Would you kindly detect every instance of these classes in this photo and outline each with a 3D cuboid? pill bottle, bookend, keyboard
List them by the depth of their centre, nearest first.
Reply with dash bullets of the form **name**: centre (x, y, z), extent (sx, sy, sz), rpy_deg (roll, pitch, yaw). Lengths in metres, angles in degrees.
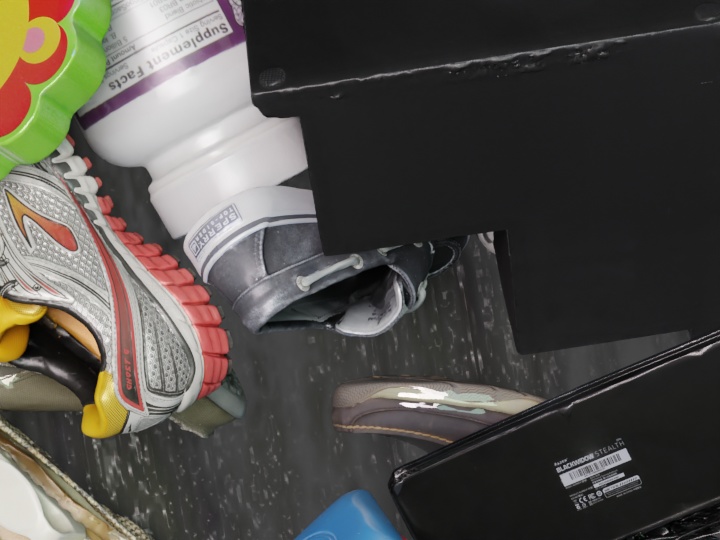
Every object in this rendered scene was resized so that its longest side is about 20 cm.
- **bookend**: centre (0.061, -0.048, 0.923), extent (0.198, 0.092, 0.200), rpy_deg (-9, 134, 1)
- **pill bottle**: centre (-0.101, -0.121, 0.984), extent (0.112, 0.112, 0.200), rpy_deg (-29, 94, -10)
- **keyboard**: centre (0.121, 0.101, 0.987), extent (0.200, 0.040, 0.104), rpy_deg (-24, 99, 17)

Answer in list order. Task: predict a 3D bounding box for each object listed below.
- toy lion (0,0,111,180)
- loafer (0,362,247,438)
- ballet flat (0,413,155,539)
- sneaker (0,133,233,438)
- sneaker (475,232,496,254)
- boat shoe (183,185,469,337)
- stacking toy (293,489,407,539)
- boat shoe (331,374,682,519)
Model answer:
- **toy lion**: centre (-0.212, -0.098, 0.905), extent (0.200, 0.069, 0.192), rpy_deg (36, 90, 28)
- **loafer**: centre (-0.152, 0.038, 0.998), extent (0.200, 0.075, 0.070), rpy_deg (25, 98, -3)
- **ballet flat**: centre (-0.146, 0.133, 0.988), extent (0.200, 0.075, 0.068), rpy_deg (44, 79, -7)
- **sneaker**: centre (-0.150, -0.008, 0.920), extent (0.200, 0.078, 0.082), rpy_deg (43, 51, 14)
- **sneaker**: centre (0.162, -0.045, 1.058), extent (0.200, 0.075, 0.116), rpy_deg (-38, 104, -4)
- **boat shoe**: centre (0.000, 0.000, 0.968), extent (0.072, 0.200, 0.068), rpy_deg (-43, 70, 24)
- **stacking toy**: centre (0.032, 0.216, 1.017), extent (0.110, 0.116, 0.200), rpy_deg (-45, 111, 0)
- **boat shoe**: centre (0.081, 0.098, 1.031), extent (0.199, 0.074, 0.074), rpy_deg (11, 87, -9)
